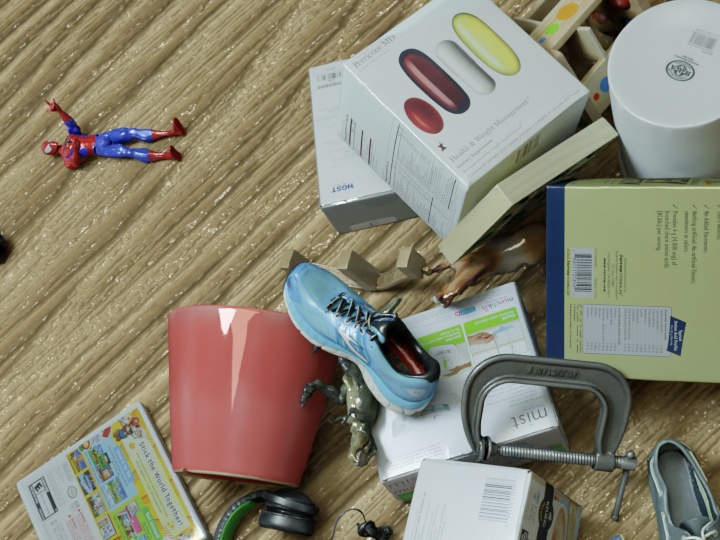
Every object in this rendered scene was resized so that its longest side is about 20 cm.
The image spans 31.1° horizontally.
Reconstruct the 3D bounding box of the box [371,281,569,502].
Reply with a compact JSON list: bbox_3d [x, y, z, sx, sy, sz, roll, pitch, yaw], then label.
[{"bbox_3d":[0.106,0.134,1.414,0.199,0.097,0.177,-19,63,8],"label":"box"}]

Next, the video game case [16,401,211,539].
[{"bbox_3d":[-0.292,0.282,1.518,0.182,0.023,0.200,-34,60,1],"label":"video game case"}]

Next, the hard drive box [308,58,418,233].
[{"bbox_3d":[0.025,-0.163,1.587,0.155,0.077,0.201,-11,63,13],"label":"hard drive box"}]

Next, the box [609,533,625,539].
[{"bbox_3d":[0.281,0.366,1.266,0.064,0.070,0.200,-29,61,6],"label":"box"}]

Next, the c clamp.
[{"bbox_3d":[0.192,0.166,1.310,0.199,0.027,0.172,12,110,-6],"label":"c clamp"}]

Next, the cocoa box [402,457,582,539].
[{"bbox_3d":[0.123,0.307,1.295,0.133,0.131,0.201,0,65,36],"label":"cocoa box"}]

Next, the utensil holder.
[{"bbox_3d":[0.358,-0.173,1.414,0.169,0.200,0.171,-7,65,15],"label":"utensil holder"}]

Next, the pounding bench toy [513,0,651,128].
[{"bbox_3d":[0.241,-0.281,1.540,0.156,0.124,0.200,-49,37,-9],"label":"pounding bench toy"}]

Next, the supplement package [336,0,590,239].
[{"bbox_3d":[0.110,-0.177,1.451,0.191,0.147,0.200,-39,73,-19],"label":"supplement package"}]

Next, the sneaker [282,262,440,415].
[{"bbox_3d":[0.009,0.056,1.339,0.200,0.090,0.078,40,58,2],"label":"sneaker"}]

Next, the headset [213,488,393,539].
[{"bbox_3d":[-0.068,0.300,1.423,0.199,0.094,0.124,-18,65,27],"label":"headset"}]

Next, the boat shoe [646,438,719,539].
[{"bbox_3d":[0.331,0.264,1.301,0.073,0.062,0.201,-15,63,11],"label":"boat shoe"}]

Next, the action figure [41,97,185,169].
[{"bbox_3d":[-0.343,-0.180,1.705,0.199,0.099,0.066,-4,64,19],"label":"action figure"}]

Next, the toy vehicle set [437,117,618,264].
[{"bbox_3d":[0.180,-0.087,1.391,0.200,0.124,0.027,-33,80,-39],"label":"toy vehicle set"}]

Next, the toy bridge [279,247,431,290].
[{"bbox_3d":[0.000,0.000,1.520,0.199,0.067,0.027,0,64,38],"label":"toy bridge"}]

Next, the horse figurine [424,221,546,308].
[{"bbox_3d":[0.157,-0.015,1.444,0.199,0.133,0.050,-21,92,-10],"label":"horse figurine"}]

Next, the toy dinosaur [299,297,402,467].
[{"bbox_3d":[-0.013,0.113,1.381,0.088,0.047,0.201,14,64,-8],"label":"toy dinosaur"}]

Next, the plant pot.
[{"bbox_3d":[-0.128,0.145,1.444,0.200,0.200,0.178,2,77,19],"label":"plant pot"}]

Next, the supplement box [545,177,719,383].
[{"bbox_3d":[0.302,0.005,1.344,0.199,0.134,0.201,2,98,18],"label":"supplement box"}]

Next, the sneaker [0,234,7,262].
[{"bbox_3d":[-0.515,-0.045,1.718,0.099,0.070,0.201,-7,68,7],"label":"sneaker"}]
